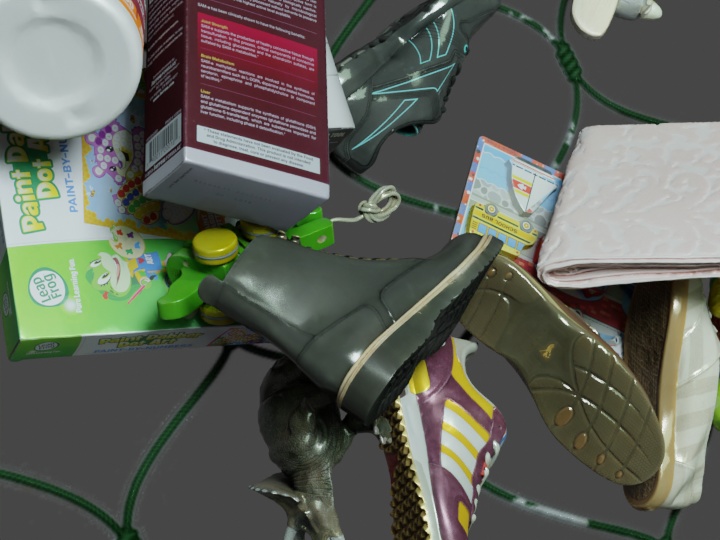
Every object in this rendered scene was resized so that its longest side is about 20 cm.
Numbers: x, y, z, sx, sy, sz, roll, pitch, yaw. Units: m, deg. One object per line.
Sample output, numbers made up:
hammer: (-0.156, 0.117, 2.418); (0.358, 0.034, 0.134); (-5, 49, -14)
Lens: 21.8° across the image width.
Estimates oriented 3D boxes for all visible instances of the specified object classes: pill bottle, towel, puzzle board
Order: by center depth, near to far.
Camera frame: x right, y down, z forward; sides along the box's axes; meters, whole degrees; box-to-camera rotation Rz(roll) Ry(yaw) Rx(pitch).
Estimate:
pill bottle: (-0.199, -0.181, 1.239); (0.114, 0.114, 0.200); (17, 30, -16)
towel: (0.237, -0.050, 1.365); (0.190, 0.032, 0.200); (0, 32, 17)
puzzle board: (0.162, -0.003, 1.415); (0.199, 0.017, 0.151); (24, 61, -13)

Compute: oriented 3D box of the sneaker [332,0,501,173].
sneaker: (0.038, -0.149, 1.405); (0.200, 0.075, 0.079); (-38, 100, -25)

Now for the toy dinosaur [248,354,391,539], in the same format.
toy dinosaur: (-0.036, 0.088, 1.249); (0.077, 0.102, 0.201); (32, 38, -43)

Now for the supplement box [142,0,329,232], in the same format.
supplement box: (-0.081, -0.136, 1.213); (0.108, 0.061, 0.201); (14, 62, -30)

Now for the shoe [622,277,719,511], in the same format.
shoe: (0.230, 0.077, 1.366); (0.053, 0.070, 0.201); (7, 86, -22)

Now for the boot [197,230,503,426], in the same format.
boot: (0.000, 0.000, 1.223); (0.138, 0.078, 0.200); (33, 35, 11)

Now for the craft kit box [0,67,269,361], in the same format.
craft kit box: (-0.156, -0.044, 1.281); (0.197, 0.049, 0.201); (-5, 69, -22)

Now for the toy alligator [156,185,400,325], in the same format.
toy alligator: (-0.064, -0.020, 1.258); (0.200, 0.060, 0.054); (-28, 40, -31)

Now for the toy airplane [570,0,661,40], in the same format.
toy airplane: (0.229, -0.304, 1.525); (0.199, 0.141, 0.200); (-29, 67, 6)

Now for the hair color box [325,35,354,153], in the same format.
hair color box: (-0.084, -0.174, 1.309); (0.101, 0.061, 0.201); (-5, 69, -31)

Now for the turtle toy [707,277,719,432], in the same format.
turtle toy: (0.316, 0.041, 1.412); (0.145, 0.101, 0.201); (24, 61, -10)

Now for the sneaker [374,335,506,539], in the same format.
sneaker: (0.066, 0.137, 1.278); (0.090, 0.075, 0.201); (-4, 71, -20)

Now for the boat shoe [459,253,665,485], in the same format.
boat shoe: (0.146, 0.064, 1.330); (0.200, 0.072, 0.068); (48, 17, 3)
